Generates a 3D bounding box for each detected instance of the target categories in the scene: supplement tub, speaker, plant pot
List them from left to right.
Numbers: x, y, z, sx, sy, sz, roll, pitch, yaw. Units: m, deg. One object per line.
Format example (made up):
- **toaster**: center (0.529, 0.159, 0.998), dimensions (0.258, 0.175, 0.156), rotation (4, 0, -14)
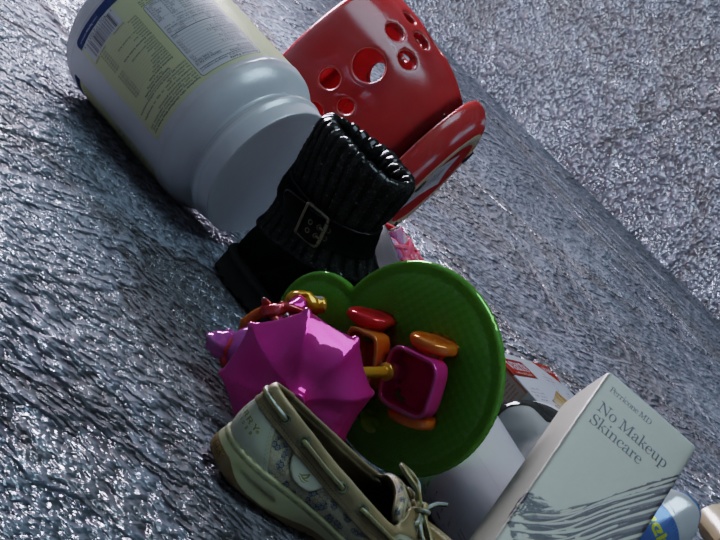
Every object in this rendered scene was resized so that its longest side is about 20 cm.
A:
- **supplement tub**: center (-0.131, -0.143, 1.568), dimensions (0.200, 0.145, 0.145), rotation (48, 14, 26)
- **plant pot**: center (0.013, -0.153, 1.904), dimensions (0.183, 0.200, 0.200), rotation (46, 13, 8)
- **speaker**: center (0.090, 0.166, 1.347), dimensions (0.081, 0.081, 0.200), rotation (33, 15, -33)

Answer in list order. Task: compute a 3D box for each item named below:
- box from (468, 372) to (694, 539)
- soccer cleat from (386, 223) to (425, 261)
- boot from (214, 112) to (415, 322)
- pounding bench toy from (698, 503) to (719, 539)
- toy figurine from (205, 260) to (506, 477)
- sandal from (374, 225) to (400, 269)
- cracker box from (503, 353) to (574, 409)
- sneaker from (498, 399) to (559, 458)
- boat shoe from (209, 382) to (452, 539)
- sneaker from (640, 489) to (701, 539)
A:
- **box**: center (0.124, 0.165, 1.215), dimensions (0.082, 0.068, 0.200), rotation (39, 57, -2)
- **soccer cleat**: center (0.034, 0.005, 1.723), dimensions (0.200, 0.073, 0.068), rotation (40, 13, -7)
- **boot**: center (-0.001, -0.001, 1.447), dimensions (0.211, 0.158, 0.079), rotation (46, 14, 21)
- **pounding bench toy**: center (0.374, 0.285, 1.677), dimensions (0.198, 0.157, 0.124), rotation (6, 21, -9)
- **toy figurine**: center (-0.032, 0.058, 1.293), dimensions (0.199, 0.151, 0.184), rotation (24, 12, 33)
- **sandal**: center (0.021, 0.039, 1.612), dimensions (0.201, 0.048, 0.076), rotation (-113, -164, -48)
- **cracker box**: center (0.183, 0.161, 1.684), dimensions (0.200, 0.058, 0.134), rotation (47, 13, 26)
- **sneaker**: center (0.171, 0.177, 1.565), dimensions (0.200, 0.074, 0.080), rotation (48, 17, 29)
- **boat shoe**: center (-0.001, 0.141, 1.197), dimensions (0.199, 0.063, 0.073), rotation (34, 14, -31)
- **sneaker**: center (0.173, 0.189, 1.378), dimensions (0.074, 0.082, 0.200), rotation (65, -19, -3)
